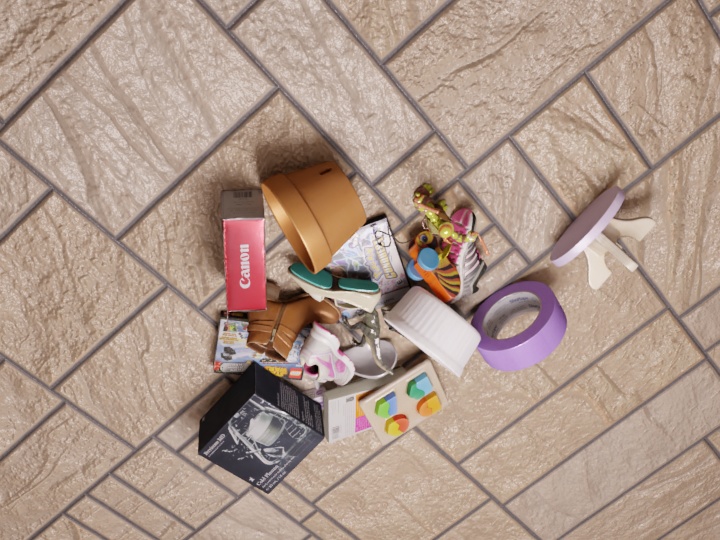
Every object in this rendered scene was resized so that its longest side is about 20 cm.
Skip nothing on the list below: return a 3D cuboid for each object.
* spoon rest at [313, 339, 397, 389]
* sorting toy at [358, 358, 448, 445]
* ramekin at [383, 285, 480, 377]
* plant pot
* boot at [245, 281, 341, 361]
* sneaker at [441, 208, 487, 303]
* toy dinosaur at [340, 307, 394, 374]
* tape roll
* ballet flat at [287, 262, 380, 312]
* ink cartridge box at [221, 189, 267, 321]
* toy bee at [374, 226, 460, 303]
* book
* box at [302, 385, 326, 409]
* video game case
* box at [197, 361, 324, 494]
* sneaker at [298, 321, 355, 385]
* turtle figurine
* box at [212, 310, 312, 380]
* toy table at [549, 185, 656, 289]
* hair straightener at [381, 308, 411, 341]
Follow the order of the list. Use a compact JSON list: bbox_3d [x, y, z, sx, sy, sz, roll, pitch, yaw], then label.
[{"bbox_3d":[-0.015,0.206,1.819,0.198,0.100,0.061,-17,136,10],"label":"spoon rest"},{"bbox_3d":[0.104,0.304,1.868,0.184,0.037,0.201,-31,137,-5],"label":"sorting toy"},{"bbox_3d":[0.153,0.120,1.715,0.200,0.200,0.098,39,87,-25],"label":"ramekin"},{"bbox_3d":[-0.082,-0.116,1.582,0.139,0.200,0.201,-32,120,-10],"label":"plant pot"},{"bbox_3d":[-0.139,0.118,1.704,0.198,0.156,0.074,15,139,-11],"label":"boot"},{"bbox_3d":[0.222,-0.032,1.736,0.087,0.074,0.202,-5,108,-32],"label":"sneaker"},{"bbox_3d":[0.011,0.130,1.759,0.087,0.047,0.202,-3,107,28],"label":"toy dinosaur"},{"bbox_3d":[0.333,0.116,1.759,0.199,0.201,0.066,-33,119,9],"label":"tape roll"},{"bbox_3d":[-0.058,0.041,1.694,0.198,0.070,0.070,15,116,-2],"label":"ballet flat"},{"bbox_3d":[-0.223,-0.028,1.602,0.083,0.176,0.202,-2,120,-8],"label":"ink cartridge box"},{"bbox_3d":[0.141,-0.037,1.689,0.109,0.130,0.201,-47,112,-33],"label":"toy bee"},{"bbox_3d":[0.014,0.304,1.867,0.198,0.048,0.135,-15,127,-22],"label":"book"},{"bbox_3d":[-0.169,0.312,1.877,0.198,0.042,0.039,-16,121,0],"label":"box"},{"bbox_3d":[0.000,0.000,1.741,0.179,0.026,0.202,-20,120,2],"label":"video game case"},{"bbox_3d":[-0.214,0.341,1.794,0.196,0.124,0.200,36,108,-22],"label":"box"},{"bbox_3d":[-0.078,0.188,1.705,0.088,0.081,0.201,-48,144,-15],"label":"sneaker"},{"bbox_3d":[0.160,-0.097,1.635,0.199,0.162,0.065,30,109,-22],"label":"turtle figurine"},{"bbox_3d":[-0.211,0.163,1.788,0.198,0.040,0.138,7,116,-13],"label":"box"},{"bbox_3d":[0.503,-0.062,1.718,0.117,0.184,0.200,37,117,-8],"label":"toy table"},{"bbox_3d":[0.132,0.126,1.833,0.199,0.041,0.077,31,96,-17],"label":"hair straightener"}]
